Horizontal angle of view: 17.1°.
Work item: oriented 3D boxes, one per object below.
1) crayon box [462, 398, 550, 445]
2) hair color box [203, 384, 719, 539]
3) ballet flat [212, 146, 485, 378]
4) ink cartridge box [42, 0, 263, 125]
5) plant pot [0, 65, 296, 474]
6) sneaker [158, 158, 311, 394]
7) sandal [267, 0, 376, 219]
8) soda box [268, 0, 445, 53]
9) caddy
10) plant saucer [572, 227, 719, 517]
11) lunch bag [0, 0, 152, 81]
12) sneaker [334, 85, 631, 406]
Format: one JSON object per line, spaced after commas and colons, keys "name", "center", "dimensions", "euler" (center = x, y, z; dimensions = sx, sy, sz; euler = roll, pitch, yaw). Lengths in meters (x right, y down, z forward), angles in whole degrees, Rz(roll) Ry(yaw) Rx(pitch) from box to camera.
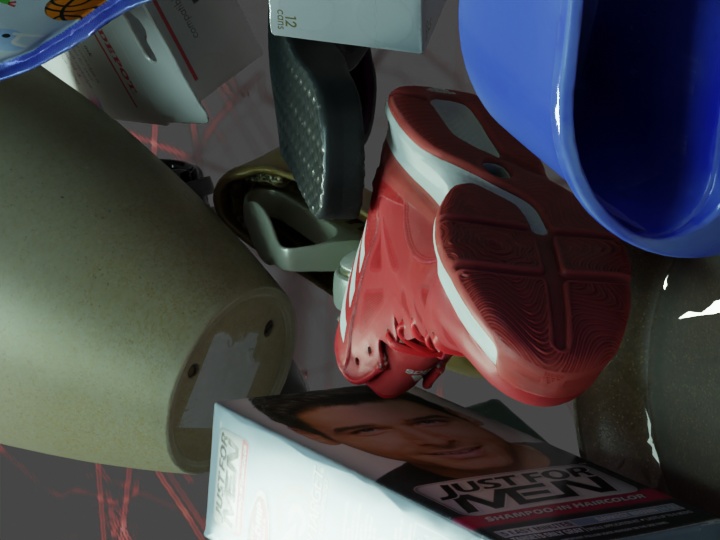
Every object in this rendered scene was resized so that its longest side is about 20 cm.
{"name": "crayon box", "center": [0.088, 0.160, 1.000], "dimensions": [0.200, 0.051, 0.126], "euler": [42, 135, 45]}
{"name": "hair color box", "center": [0.034, 0.099, 0.926], "dimensions": [0.200, 0.099, 0.061], "euler": [20, 109, 52]}
{"name": "ballet flat", "center": [0.000, 0.000, 1.070], "dimensions": [0.200, 0.063, 0.069], "euler": [33, 127, 49]}
{"name": "ink cartridge box", "center": [-0.124, -0.139, 1.183], "dimensions": [0.200, 0.067, 0.117], "euler": [12, 135, 57]}
{"name": "plant pot", "center": [-0.136, 0.012, 1.114], "dimensions": [0.200, 0.187, 0.188], "euler": [27, 127, 27]}
{"name": "sneaker", "center": [-0.087, 0.008, 1.209], "dimensions": [0.200, 0.070, 0.100], "euler": [40, 139, 51]}
{"name": "sandal", "center": [-0.011, -0.078, 1.045], "dimensions": [0.201, 0.048, 0.076], "euler": [-110, 20, -60]}
{"name": "soda box", "center": [0.001, -0.186, 0.934], "dimensions": [0.068, 0.064, 0.201], "euler": [9, 132, 12]}
{"name": "caddy", "center": [0.113, -0.104, 0.762], "dimensions": [0.105, 0.141, 0.201], "euler": [40, 134, 50]}
{"name": "plant saucer", "center": [0.146, 0.055, 0.867], "dimensions": [0.200, 0.032, 0.201], "euler": [20, 113, 57]}
{"name": "lunch bag", "center": [-0.168, -0.178, 1.044], "dimensions": [0.200, 0.124, 0.171], "euler": [-24, 48, 43]}
{"name": "sneaker", "center": [0.044, 0.020, 0.932], "dimensions": [0.200, 0.078, 0.116], "euler": [-105, 26, -58]}
